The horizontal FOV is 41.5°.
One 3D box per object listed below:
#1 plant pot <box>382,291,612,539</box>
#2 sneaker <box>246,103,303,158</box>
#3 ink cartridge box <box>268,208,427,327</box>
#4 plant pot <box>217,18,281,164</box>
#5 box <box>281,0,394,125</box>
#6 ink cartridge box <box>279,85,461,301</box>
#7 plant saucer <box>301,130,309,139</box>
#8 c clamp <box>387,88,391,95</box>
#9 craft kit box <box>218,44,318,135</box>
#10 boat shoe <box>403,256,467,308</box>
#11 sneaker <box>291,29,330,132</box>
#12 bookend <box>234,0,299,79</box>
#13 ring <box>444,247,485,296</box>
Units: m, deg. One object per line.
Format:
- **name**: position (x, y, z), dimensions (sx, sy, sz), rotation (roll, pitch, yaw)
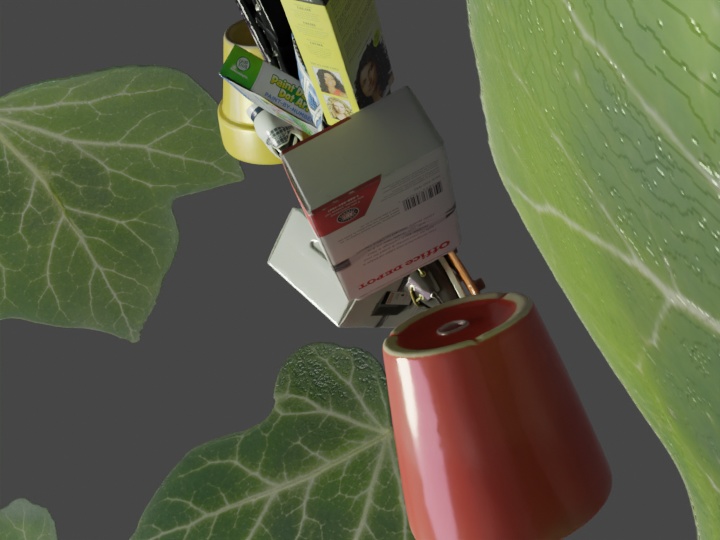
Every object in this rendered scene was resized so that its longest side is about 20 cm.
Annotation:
- **plant pot**: position (0.110, 0.128, 0.855), dimensions (0.200, 0.197, 0.180), rotation (-129, 19, -77)
- **sneaker**: position (-0.106, -0.190, 1.407), dimensions (0.081, 0.076, 0.200), rotation (58, -170, 16)
- **ink cartridge box**: position (0.000, 0.000, 1.222), dimensions (0.146, 0.084, 0.199), rotation (40, -161, 30)
- **plant pot**: position (-0.146, -0.308, 1.568), dimensions (0.202, 0.197, 0.191), rotation (-121, 20, -51)
- **box**: position (-0.018, -0.215, 0.877), dimensions (0.049, 0.076, 0.201), rotation (18, 160, 21)
- **ink cartridge box**: position (0.017, -0.070, 0.968), dimensions (0.084, 0.145, 0.201), rotation (61, 177, 27)
- **plant saucer**: position (-0.030, -0.120, 1.399), dimensions (0.202, 0.048, 0.201), rotation (-96, -15, -45)
- **c clamp**: position (-0.006, -0.242, 1.074), dimensions (0.172, 0.027, 0.202), rotation (79, 165, -58)
- **craft kit box**: position (-0.064, -0.196, 1.175), dimensions (0.196, 0.049, 0.200), rotation (32, -177, 1)
- **boat shoe**: position (0.076, 0.005, 1.113), dimensions (0.203, 0.060, 0.072), rotation (62, 178, 20)
- **sneaker**: position (-0.019, -0.183, 1.024), dimensions (0.077, 0.074, 0.203), rotation (-128, 21, -78)
- **bookend**: position (-0.091, -0.316, 1.231), dimensions (0.202, 0.091, 0.199), rotation (63, 177, -29)
- **ring**: position (0.143, 0.052, 1.125), dimensions (0.203, 0.019, 0.200), rotation (62, 178, 4)
